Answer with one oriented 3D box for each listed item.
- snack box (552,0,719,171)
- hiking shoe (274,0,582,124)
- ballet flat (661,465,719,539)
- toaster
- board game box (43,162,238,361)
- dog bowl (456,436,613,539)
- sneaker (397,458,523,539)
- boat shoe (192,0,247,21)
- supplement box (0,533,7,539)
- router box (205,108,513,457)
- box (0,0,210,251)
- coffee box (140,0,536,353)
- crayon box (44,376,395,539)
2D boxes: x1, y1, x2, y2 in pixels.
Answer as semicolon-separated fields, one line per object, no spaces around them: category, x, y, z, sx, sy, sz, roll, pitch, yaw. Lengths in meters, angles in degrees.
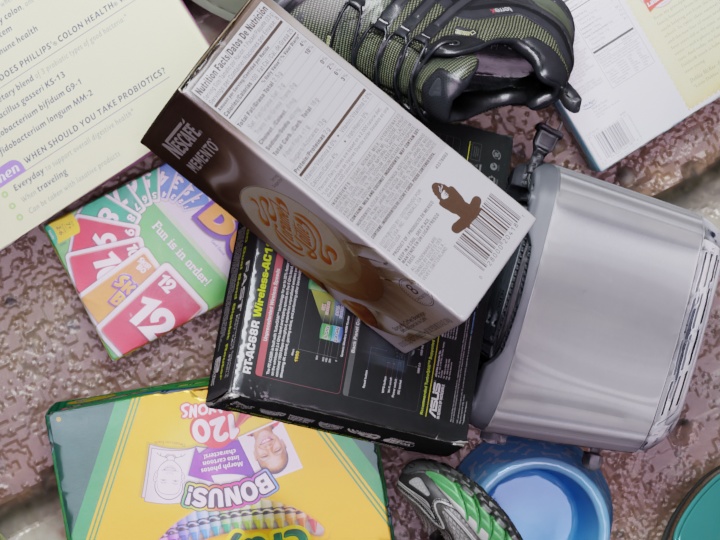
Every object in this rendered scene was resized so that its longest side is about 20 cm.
snack box;0.201;-0.164;1.401;0.199;0.037;0.117;-32;97;-2
hiking shoe;0.032;-0.132;1.306;0.198;0.101;0.076;2;123;-4
ballet flat;0.203;0.202;1.401;0.068;0.068;0.200;37;54;-4
toaster;0.140;0.019;1.374;0.128;0.114;0.201;15;91;-9
board game box;-0.088;-0.032;1.395;0.199;0.030;0.096;-28;95;-5
dog bowl;0.090;0.201;1.413;0.111;0.050;0.201;25;93;-6
sneaker;0.075;0.204;1.348;0.085;0.078;0.201;-29;96;-1
boat shoe;-0.020;-0.185;1.373;0.200;0.061;0.072;10;124;-4
supplement box;-0.278;0.250;1.344;0.200;0.134;0.200;-45;96;0
router box;0.000;0.000;1.340;0.149;0.062;0.201;14;75;-16
box;-0.198;-0.142;1.342;0.175;0.097;0.201;-33;97;-2
coffee box;-0.015;-0.052;1.253;0.200;0.114;0.080;39;70;-6
crayon box;-0.087;0.126;1.388;0.199;0.058;0.120;-10;94;-4
